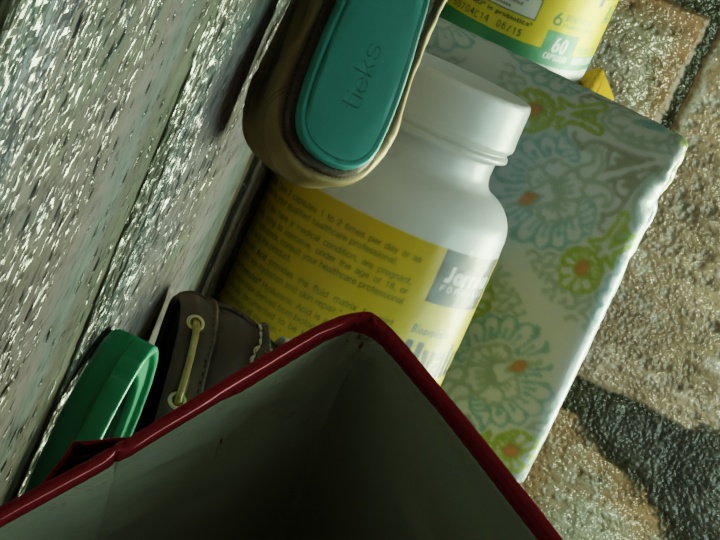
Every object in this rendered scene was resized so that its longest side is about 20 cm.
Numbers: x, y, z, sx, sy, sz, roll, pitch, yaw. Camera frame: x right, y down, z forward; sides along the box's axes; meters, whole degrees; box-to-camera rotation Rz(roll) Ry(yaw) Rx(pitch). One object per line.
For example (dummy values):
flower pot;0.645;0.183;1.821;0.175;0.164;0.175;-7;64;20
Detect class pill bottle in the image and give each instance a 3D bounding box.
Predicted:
pill bottle;0.116;-0.216;1.286;0.113;0.112;0.201;-56;171;-71
pill bottle;0.000;0.000;1.019;0.111;0.111;0.201;-49;163;-79

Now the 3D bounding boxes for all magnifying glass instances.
magnifying glass;-0.118;0.113;0.753;0.080;0.022;0.201;90;23;-84

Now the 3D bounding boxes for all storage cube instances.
storage cube;-0.030;0.152;0.598;0.170;0.200;0.180;-28;158;-28

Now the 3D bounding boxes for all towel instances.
towel;0.041;-0.010;1.089;0.201;0.170;0.048;-65;171;10

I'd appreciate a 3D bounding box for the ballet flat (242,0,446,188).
ballet flat;0.009;-0.124;0.817;0.201;0.068;0.063;-62;-156;-10

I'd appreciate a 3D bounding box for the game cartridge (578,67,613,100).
game cartridge;0.056;-0.060;1.298;0.175;0.033;0.200;-22;-168;16

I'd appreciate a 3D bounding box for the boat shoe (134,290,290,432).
boat shoe;-0.086;0.104;0.842;0.201;0.059;0.072;-63;-168;-14
